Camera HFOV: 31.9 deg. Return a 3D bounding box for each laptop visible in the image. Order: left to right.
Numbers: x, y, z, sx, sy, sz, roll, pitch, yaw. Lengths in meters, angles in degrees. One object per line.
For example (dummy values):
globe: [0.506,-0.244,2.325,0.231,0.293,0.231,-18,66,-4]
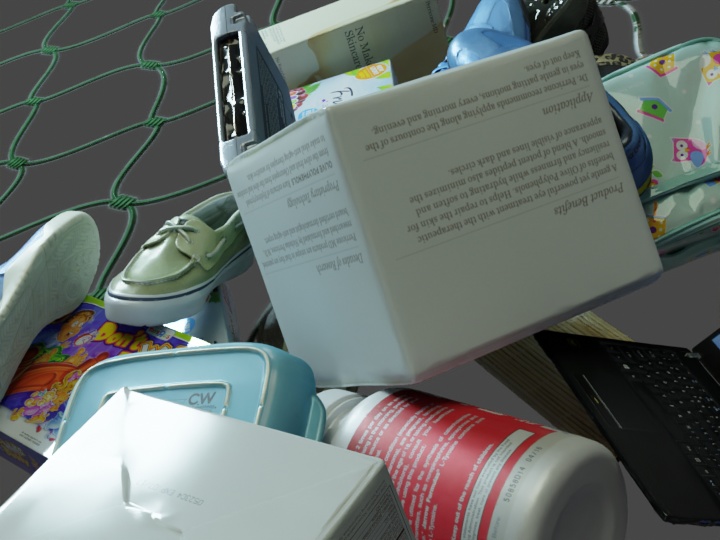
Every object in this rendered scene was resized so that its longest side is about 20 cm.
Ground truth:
laptop: [0.237,0.060,0.756,0.198,0.104,0.178,8,28,-24]

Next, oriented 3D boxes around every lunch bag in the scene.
lunch bag: [0.236,-0.081,0.972,0.198,0.077,0.161,-23,60,0]

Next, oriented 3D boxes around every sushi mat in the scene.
sushi mat: [0.151,0.067,0.898,0.095,0.012,0.200,-30,34,-14]

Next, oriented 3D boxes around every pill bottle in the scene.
pill bottle: [0.049,0.134,0.759,0.199,0.113,0.112,12,44,41]

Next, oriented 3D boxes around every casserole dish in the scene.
casserole dish: [-0.118,0.098,0.792,0.198,0.039,0.122,-6,52,24]

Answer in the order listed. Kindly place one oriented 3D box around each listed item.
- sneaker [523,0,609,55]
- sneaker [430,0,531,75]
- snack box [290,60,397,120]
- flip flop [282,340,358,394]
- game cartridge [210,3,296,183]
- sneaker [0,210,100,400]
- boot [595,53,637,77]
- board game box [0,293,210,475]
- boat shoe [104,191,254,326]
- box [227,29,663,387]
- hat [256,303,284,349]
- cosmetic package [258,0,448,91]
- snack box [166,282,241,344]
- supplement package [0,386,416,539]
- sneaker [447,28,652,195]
sneaker: [0.165,-0.178,1.215,0.200,0.114,0.076,-50,40,4]
sneaker: [0.097,-0.173,1.138,0.066,0.078,0.202,3,72,52]
snack box: [-0.025,-0.123,1.229,0.141,0.053,0.201,-15,34,7]
flip flop: [-0.031,0.013,0.944,0.080,0.058,0.202,1,76,21]
game cartridge: [-0.084,-0.115,1.080,0.041,0.134,0.201,-15,51,7]
sneaker: [-0.288,0.023,0.957,0.110,0.077,0.201,10,51,23]
boot: [0.182,-0.127,1.120,0.201,0.074,0.154,-12,30,2]
board game box: [-0.203,0.091,0.931,0.199,0.045,0.134,16,50,41]
boat shoe: [-0.141,-0.013,0.993,0.071,0.063,0.200,9,20,16]
box: [0.050,-0.035,0.843,0.198,0.173,0.200,-20,2,-24]
hat: [0.000,0.000,1.018,0.199,0.081,0.201,-14,34,10]
cosmetic package: [-0.007,-0.231,1.351,0.198,0.106,0.071,-22,33,0]
snack box: [-0.164,0.083,1.008,0.141,0.053,0.201,-22,33,2]
supplement package: [-0.069,0.196,0.649,0.190,0.201,0.147,9,43,39]
sneaker: [0.136,-0.131,0.925,0.066,0.079,0.200,-42,60,-5]
